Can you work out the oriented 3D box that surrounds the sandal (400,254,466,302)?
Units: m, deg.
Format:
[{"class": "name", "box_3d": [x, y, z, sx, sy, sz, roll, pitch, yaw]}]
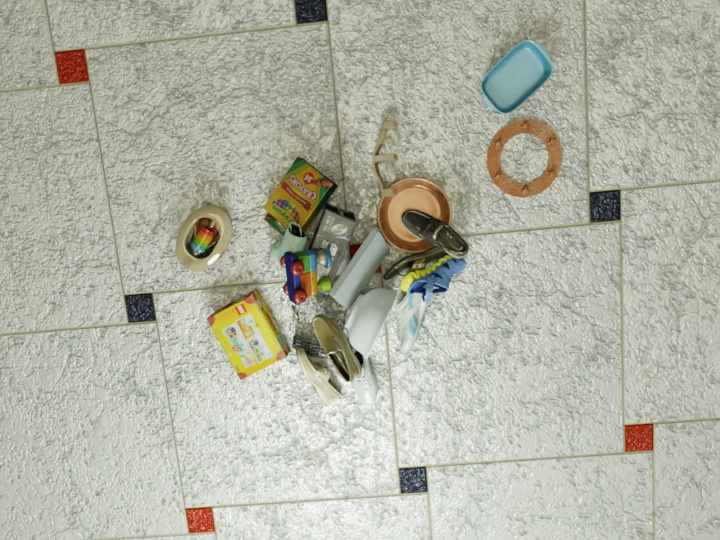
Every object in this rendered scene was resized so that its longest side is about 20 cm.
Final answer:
[{"class": "sandal", "box_3d": [0.205, 0.026, 1.527, 0.199, 0.080, 0.087, -27, 58, -22]}]

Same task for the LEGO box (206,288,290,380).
[{"class": "LEGO box", "box_3d": [-0.309, 0.177, 1.608, 0.148, 0.077, 0.202, -26, 98, 6]}]

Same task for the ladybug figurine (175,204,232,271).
[{"class": "ladybug figurine", "box_3d": [-0.421, -0.087, 1.569, 0.135, 0.072, 0.201, 37, 99, -5]}]

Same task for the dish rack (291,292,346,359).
[{"class": "dish rack", "box_3d": [-0.110, 0.143, 1.608, 0.152, 0.055, 0.202, 11, 102, 2]}]

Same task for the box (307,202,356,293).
[{"class": "box", "box_3d": [-0.087, -0.061, 1.511, 0.085, 0.164, 0.202, 21, 99, -8]}]

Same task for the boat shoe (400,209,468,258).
[{"class": "boat shoe", "box_3d": [0.196, -0.102, 1.499, 0.199, 0.065, 0.074, 28, 85, 3]}]

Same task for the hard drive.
[{"class": "hard drive", "box_3d": [0.000, 0.000, 1.515, 0.026, 0.132, 0.201, 32, 82, 24]}]

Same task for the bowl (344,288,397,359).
[{"class": "bowl", "box_3d": [0.018, 0.124, 1.525, 0.090, 0.201, 0.203, 26, 100, 1]}]

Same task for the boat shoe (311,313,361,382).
[{"class": "boat shoe", "box_3d": [-0.069, 0.206, 1.536, 0.072, 0.076, 0.201, -40, 83, 23]}]

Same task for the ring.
[{"class": "ring", "box_3d": [0.434, -0.295, 1.527, 0.198, 0.019, 0.203, 0, 99, 2]}]

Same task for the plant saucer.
[{"class": "plant saucer", "box_3d": [0.144, -0.149, 1.554, 0.198, 0.037, 0.203, 1, 100, 3]}]

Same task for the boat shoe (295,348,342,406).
[{"class": "boat shoe", "box_3d": [-0.116, 0.289, 1.613, 0.065, 0.072, 0.201, -29, 114, 0]}]

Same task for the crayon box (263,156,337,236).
[{"class": "crayon box", "box_3d": [-0.168, -0.182, 1.537, 0.127, 0.051, 0.201, 38, 100, 13]}]

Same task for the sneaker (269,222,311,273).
[{"class": "sneaker", "box_3d": [-0.181, -0.072, 1.503, 0.073, 0.200, 0.119, 10, 104, -23]}]

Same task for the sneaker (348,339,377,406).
[{"class": "sneaker", "box_3d": [0.000, 0.289, 1.610, 0.074, 0.087, 0.202, -15, 100, 4]}]

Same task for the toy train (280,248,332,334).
[{"class": "toy train", "box_3d": [-0.123, 0.047, 1.411, 0.115, 0.084, 0.202, -13, 111, -26]}]

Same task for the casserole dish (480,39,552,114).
[{"class": "casserole dish", "box_3d": [0.397, -0.494, 1.484, 0.200, 0.039, 0.121, -42, 96, 9]}]

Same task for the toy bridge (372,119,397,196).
[{"class": "toy bridge", "box_3d": [0.065, -0.296, 1.522, 0.067, 0.027, 0.203, -1, 87, 36]}]

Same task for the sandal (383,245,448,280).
[{"class": "sandal", "box_3d": [0.156, -0.012, 1.555, 0.198, 0.082, 0.055, -21, 74, -2]}]

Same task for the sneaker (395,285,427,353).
[{"class": "sneaker", "box_3d": [0.133, 0.127, 1.589, 0.080, 0.077, 0.202, 13, 93, 7]}]
